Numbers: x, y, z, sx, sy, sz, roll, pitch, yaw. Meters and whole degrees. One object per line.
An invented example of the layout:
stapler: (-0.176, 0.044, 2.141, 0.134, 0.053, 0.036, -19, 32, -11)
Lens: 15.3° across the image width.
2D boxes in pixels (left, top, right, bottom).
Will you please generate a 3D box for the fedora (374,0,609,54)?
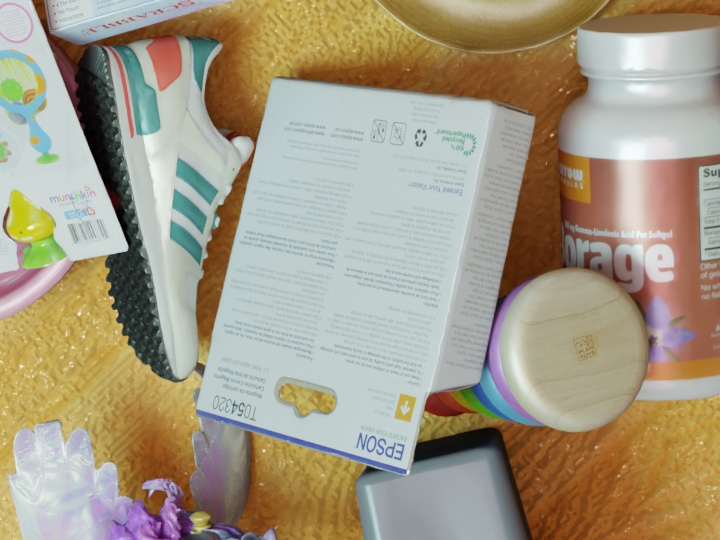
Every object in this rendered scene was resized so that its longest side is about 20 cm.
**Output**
fedora: (0.066, -0.215, 1.472, 0.199, 0.082, 0.202, 1, 102, 7)

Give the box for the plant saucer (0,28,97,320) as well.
plant saucer: (-0.243, -0.067, 1.562, 0.199, 0.051, 0.202, 2, 102, 8)

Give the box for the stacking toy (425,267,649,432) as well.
stacking toy: (0.080, 0.049, 1.482, 0.085, 0.200, 0.086, 2, 84, -21)

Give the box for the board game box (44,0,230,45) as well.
board game box: (-0.091, -0.245, 1.464, 0.199, 0.041, 0.201, -13, 80, 17)

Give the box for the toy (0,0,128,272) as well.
toy: (-0.203, -0.099, 1.495, 0.115, 0.047, 0.201, -9, 109, 28)

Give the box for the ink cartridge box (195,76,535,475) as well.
ink cartridge box: (0.000, 0.000, 1.464, 0.043, 0.196, 0.201, 13, 90, -39)

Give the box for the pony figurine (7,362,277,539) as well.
pony figurine: (-0.102, 0.170, 1.531, 0.166, 0.200, 0.194, -14, 112, -34)

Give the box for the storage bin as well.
storage bin: (0.044, 0.167, 1.507, 0.145, 0.200, 0.135, -13, 89, 3)

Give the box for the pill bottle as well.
pill bottle: (0.165, -0.037, 1.484, 0.111, 0.112, 0.201, -2, 102, 8)

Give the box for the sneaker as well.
sneaker: (-0.097, -0.038, 1.522, 0.093, 0.070, 0.201, -16, 105, -24)
